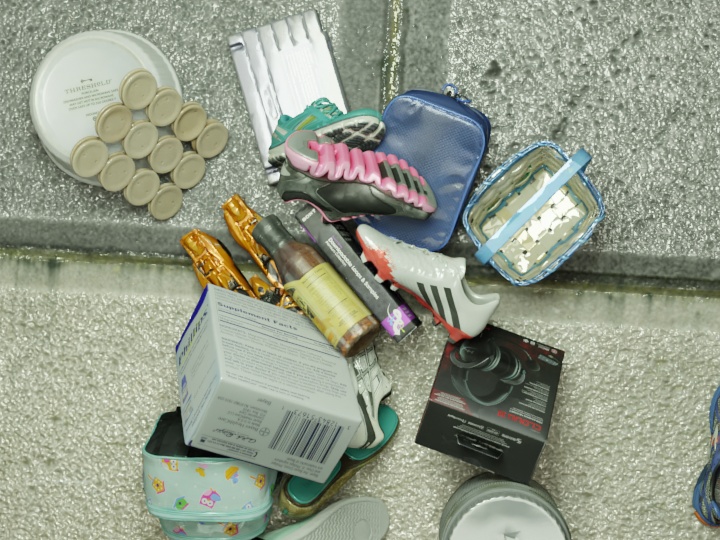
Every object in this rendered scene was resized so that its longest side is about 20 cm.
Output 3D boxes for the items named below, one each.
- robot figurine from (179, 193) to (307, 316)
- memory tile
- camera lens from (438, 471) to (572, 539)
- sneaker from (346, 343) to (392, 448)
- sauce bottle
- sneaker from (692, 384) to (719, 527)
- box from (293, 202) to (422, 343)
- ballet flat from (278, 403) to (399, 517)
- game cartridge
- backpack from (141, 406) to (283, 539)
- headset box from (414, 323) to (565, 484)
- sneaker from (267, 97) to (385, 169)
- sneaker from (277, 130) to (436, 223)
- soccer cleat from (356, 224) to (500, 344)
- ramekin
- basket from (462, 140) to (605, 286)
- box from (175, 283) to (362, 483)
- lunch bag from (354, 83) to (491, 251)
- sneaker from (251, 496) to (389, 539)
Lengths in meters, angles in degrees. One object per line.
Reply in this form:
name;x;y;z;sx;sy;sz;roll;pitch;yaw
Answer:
robot figurine;-0.135;0.012;1.760;0.145;0.058;0.201;-39;87;4
memory tile;-0.260;-0.155;1.716;0.017;0.200;0.154;38;94;37
camera lens;0.172;0.331;1.663;0.157;0.200;0.163;0;89;4
sneaker;-0.002;0.130;1.737;0.087;0.076;0.203;16;65;-21
sauce bottle;-0.058;0.015;1.690;0.066;0.066;0.200;-42;71;2
sneaker;0.466;0.224;1.709;0.074;0.078;0.203;10;89;3
box;0.000;0.000;1.710;0.036;0.143;0.200;-41;87;4
ballet flat;-0.031;0.240;1.734;0.071;0.071;0.200;49;56;3
game cartridge;-0.085;-0.223;1.778;0.128;0.038;0.203;-16;87;-1
backpack;-0.181;0.249;1.686;0.173;0.200;0.156;3;93;2
headset box;0.157;0.158;1.669;0.147;0.201;0.078;20;125;4
sneaker;-0.047;-0.174;1.679;0.077;0.199;0.081;19;73;-38
sneaker;-0.008;-0.092;1.622;0.198;0.079;0.096;18;122;-15
soccer cleat;0.081;0.001;1.649;0.200;0.069;0.085;42;109;-12
ramekin;-0.329;-0.212;1.760;0.199;0.094;0.206;0;89;3
basket;0.206;-0.067;1.670;0.176;0.200;0.139;-42;87;0
box;-0.114;0.133;1.639;0.182;0.201;0.106;19;116;-21
lunch bag;0.080;-0.135;1.713;0.134;0.132;0.202;23;103;4
sneaker;-0.066;0.334;1.743;0.199;0.118;0.075;-18;95;-33
